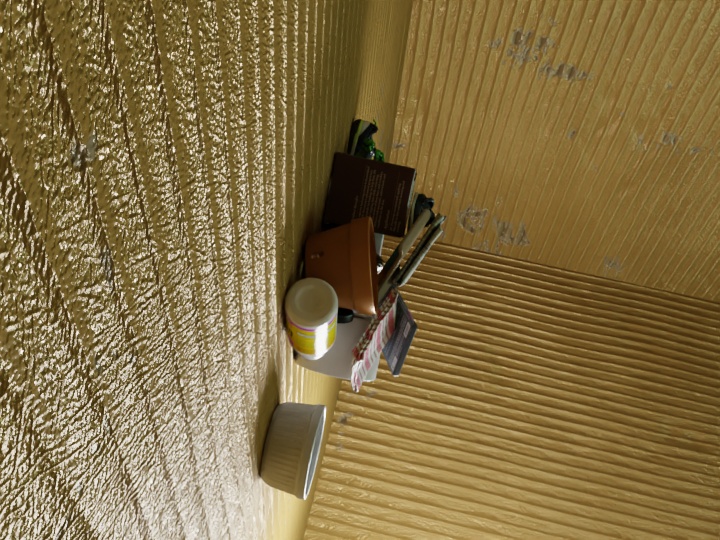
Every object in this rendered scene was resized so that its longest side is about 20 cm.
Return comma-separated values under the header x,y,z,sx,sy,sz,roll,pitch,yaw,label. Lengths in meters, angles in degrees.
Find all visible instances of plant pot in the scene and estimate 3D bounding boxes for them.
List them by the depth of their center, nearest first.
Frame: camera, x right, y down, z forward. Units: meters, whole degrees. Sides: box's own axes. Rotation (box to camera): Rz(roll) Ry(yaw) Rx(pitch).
x,y,z,sx,sy,sz,roll,pitch,yaw,label
-0.038,-0.006,1.474,0.200,0.137,0.204,-4,90,-85,plant pot

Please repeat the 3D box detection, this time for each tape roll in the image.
x,y,z,sx,sy,sz,roll,pitch,yaw,label
-0.046,0.169,1.669,0.203,0.199,0.142,13,89,-86,tape roll

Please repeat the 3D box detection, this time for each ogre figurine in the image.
x,y,z,sx,sy,sz,roll,pitch,yaw,label
0.027,-0.231,1.841,0.201,0.119,0.098,55,35,-16,ogre figurine

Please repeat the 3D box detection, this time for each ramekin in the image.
x,y,z,sx,sy,sz,roll,pitch,yaw,label
-0.146,0.382,1.527,0.200,0.103,0.204,12,90,-86,ramekin

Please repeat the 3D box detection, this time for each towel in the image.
x,y,z,sx,sy,sz,roll,pitch,yaw,label
0.035,0.154,1.539,0.201,0.030,0.148,-55,161,-32,towel
0.150,-0.047,1.710,0.202,0.034,0.193,-57,175,4,towel

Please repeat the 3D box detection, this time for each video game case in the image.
x,y,z,sx,sy,sz,roll,pitch,yaw,label
0.075,0.130,1.679,0.201,0.019,0.145,-115,-143,-53,video game case

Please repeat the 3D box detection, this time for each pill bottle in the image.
x,y,z,sx,sy,sz,roll,pitch,yaw,label
-0.098,0.106,1.412,0.201,0.102,0.106,96,7,-59,pill bottle

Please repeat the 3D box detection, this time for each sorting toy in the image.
x,y,z,sx,sy,sz,roll,pitch,yaw,label
0.084,-0.030,1.611,0.186,0.036,0.201,-53,172,-48,sorting toy

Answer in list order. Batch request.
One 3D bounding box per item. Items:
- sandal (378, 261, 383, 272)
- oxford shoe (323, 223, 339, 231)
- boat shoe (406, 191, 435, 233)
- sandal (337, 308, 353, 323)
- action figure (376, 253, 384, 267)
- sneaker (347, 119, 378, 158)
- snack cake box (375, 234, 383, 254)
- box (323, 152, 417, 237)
x,y,z,sx,sy,sz,roll,pitch,yaw,label
-0.022,0.018,1.788,0.082,0.198,0.055,-46,-116,43,sandal
-0.072,-0.032,1.670,0.201,0.070,0.072,-76,180,-56,oxford shoe
0.155,-0.140,1.758,0.200,0.065,0.076,-69,172,-68,boat shoe
-0.074,0.077,1.558,0.201,0.074,0.049,-129,-137,-60,sandal
0.000,0.000,1.665,0.201,0.100,0.120,-94,-151,-54,action figure
0.006,-0.307,1.897,0.072,0.081,0.203,-69,170,-65,sneaker
0.022,-0.044,1.917,0.201,0.066,0.117,97,3,-60,snack cake box
0.028,-0.182,1.714,0.164,0.196,0.169,-46,149,-83,box
